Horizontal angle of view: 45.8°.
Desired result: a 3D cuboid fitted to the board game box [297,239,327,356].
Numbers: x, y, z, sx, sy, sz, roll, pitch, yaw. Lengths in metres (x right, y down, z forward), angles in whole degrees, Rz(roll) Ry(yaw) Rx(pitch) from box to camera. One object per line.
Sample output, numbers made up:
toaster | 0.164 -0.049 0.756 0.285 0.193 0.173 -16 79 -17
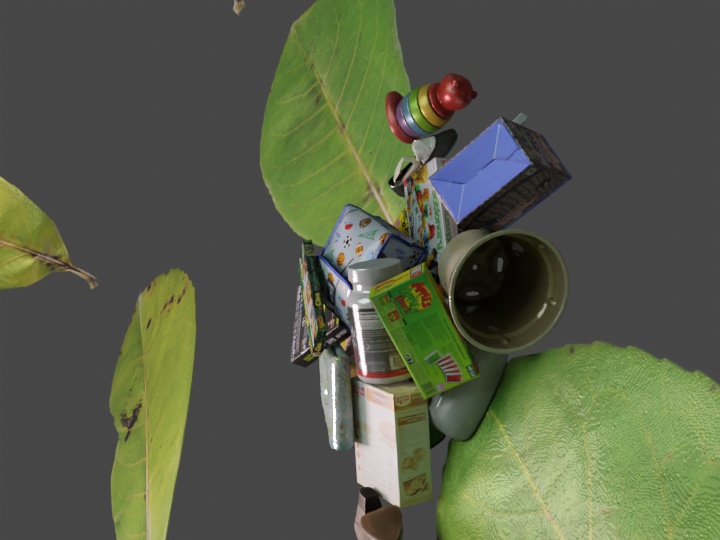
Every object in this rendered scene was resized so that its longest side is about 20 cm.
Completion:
board game box | -0.093 0.052 1.629 0.105 0.023 0.201 101 161 -56

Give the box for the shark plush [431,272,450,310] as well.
shark plush | 0.116 0.084 1.493 0.084 0.090 0.201 99 163 -49

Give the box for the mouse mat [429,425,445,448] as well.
mouse mat | 0.092 0.290 1.606 0.200 0.008 0.162 -44 35 35

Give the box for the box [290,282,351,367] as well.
box | -0.075 0.076 1.783 0.193 0.047 0.201 -38 39 42

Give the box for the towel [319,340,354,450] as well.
towel | -0.047 0.229 1.599 0.200 0.048 0.172 -149 54 -81

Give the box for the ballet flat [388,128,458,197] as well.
ballet flat | 0.130 -0.239 1.865 0.200 0.068 0.068 -50 31 29

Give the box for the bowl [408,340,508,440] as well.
bowl | 0.153 0.179 1.501 0.200 0.074 0.201 27 93 60

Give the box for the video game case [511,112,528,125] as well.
video game case | 0.225 -0.191 1.575 0.143 0.018 0.200 -45 -8 -34

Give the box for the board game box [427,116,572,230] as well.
board game box | 0.236 -0.154 1.423 0.159 0.200 0.097 -39 70 25

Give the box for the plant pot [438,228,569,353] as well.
plant pot | 0.217 0.014 1.419 0.201 0.200 0.184 -64 16 7

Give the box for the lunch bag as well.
lunch bag | 0.000 0.000 1.609 0.170 0.123 0.201 41 106 51

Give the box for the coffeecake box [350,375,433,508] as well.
coffeecake box | 0.053 0.293 1.506 0.153 0.073 0.201 10 106 61

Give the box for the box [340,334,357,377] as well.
box | 0.013 0.117 1.761 0.101 0.112 0.201 -44 34 41

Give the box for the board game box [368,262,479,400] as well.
board game box | 0.104 0.100 1.383 0.101 0.201 0.048 -26 15 12

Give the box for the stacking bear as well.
stacking bear | 0.162 -0.365 1.869 0.200 0.121 0.114 -23 48 44

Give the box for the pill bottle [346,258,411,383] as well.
pill bottle | 0.038 0.086 1.481 0.116 0.115 0.201 10 110 62

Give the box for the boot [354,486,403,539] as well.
boot | 0.035 0.470 1.458 0.200 0.070 0.147 -129 32 -72

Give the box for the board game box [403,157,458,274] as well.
board game box | 0.133 -0.095 1.594 0.126 0.034 0.201 -31 61 60

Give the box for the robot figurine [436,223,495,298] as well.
robot figurine | 0.191 -0.037 1.617 0.201 0.058 0.145 -61 28 14

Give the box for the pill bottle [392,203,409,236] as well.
pill bottle | 0.114 -0.074 1.732 0.200 0.104 0.104 -56 29 22
